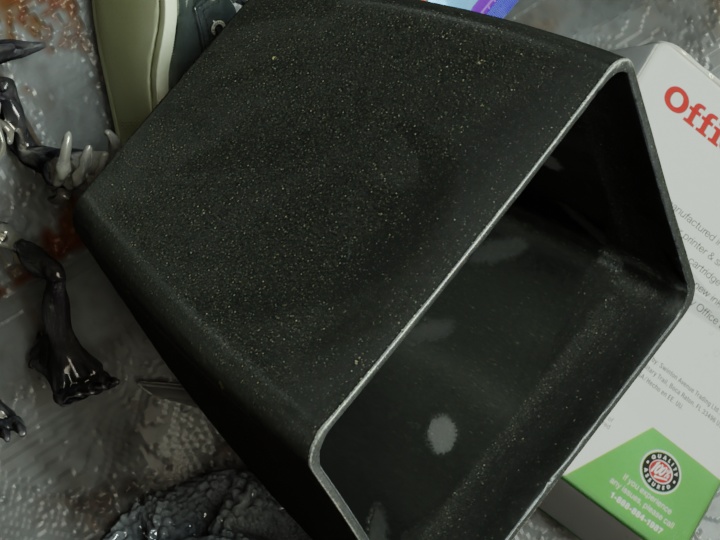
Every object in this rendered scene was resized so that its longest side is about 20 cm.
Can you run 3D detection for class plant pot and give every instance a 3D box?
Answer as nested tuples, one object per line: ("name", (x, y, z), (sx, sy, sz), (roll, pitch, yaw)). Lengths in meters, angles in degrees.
("plant pot", (0.000, 0.000, 1.065), (0.200, 0.177, 0.200), (-51, 150, -14))

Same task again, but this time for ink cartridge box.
("ink cartridge box", (0.128, 0.014, 1.216), (0.146, 0.084, 0.201), (37, 75, -19))

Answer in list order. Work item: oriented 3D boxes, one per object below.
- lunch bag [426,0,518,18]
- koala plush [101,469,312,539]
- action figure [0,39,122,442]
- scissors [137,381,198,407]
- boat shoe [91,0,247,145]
("lunch bag", (0.042, -0.208, 1.185), (0.151, 0.094, 0.200), (48, 67, -13))
("koala plush", (-0.043, 0.179, 1.101), (0.184, 0.200, 0.177), (-47, 106, -13))
("action figure", (-0.160, -0.032, 1.100), (0.118, 0.102, 0.201), (-23, 101, -33))
("scissors", (-0.007, 0.066, 1.212), (0.199, 0.014, 0.074), (27, 84, -18))
("boat shoe", (-0.074, -0.093, 1.145), (0.066, 0.074, 0.201), (-11, 100, -30))
